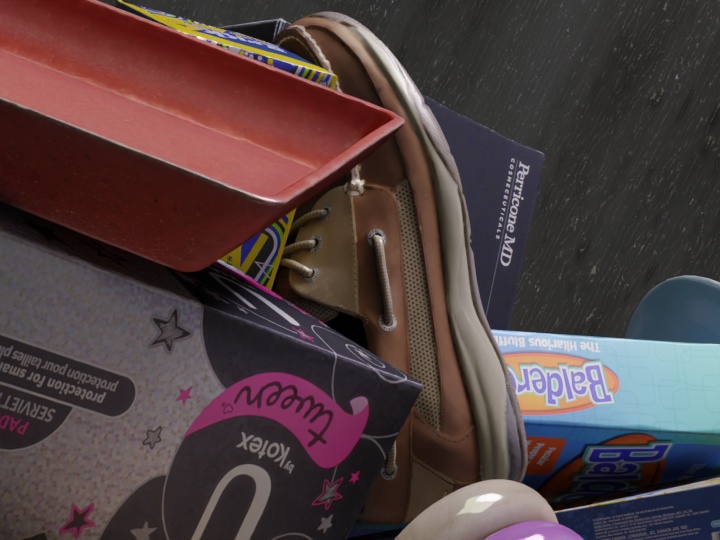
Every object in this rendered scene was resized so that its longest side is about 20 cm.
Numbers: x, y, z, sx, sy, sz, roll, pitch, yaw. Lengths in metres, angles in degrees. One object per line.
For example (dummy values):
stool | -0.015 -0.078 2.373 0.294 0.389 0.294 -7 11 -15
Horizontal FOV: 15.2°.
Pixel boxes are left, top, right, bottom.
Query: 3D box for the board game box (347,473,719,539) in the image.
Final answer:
board game box | 0.066 0.111 1.060 0.199 0.035 0.135 -11 -4 10

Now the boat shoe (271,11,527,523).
boat shoe | 0.000 0.000 1.006 0.072 0.201 0.076 -15 -10 -24

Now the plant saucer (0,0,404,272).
plant saucer | -0.100 -0.055 0.844 0.199 0.037 0.200 22 13 7

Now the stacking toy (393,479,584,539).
stacking toy | 0.088 0.149 0.797 0.200 0.086 0.085 38 9 35

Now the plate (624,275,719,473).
plate | 0.158 0.102 1.177 0.025 0.201 0.200 -17 23 -22

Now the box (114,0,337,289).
box | -0.078 0.009 0.990 0.070 0.201 0.064 14 9 -27

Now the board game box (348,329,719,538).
board game box | 0.044 0.074 1.126 0.199 0.045 0.152 3 -27 -17

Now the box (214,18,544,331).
box | -0.026 0.010 1.273 0.182 0.201 0.104 24 -17 -38

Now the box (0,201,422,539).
box | -0.100 0.047 0.861 0.200 0.133 0.115 22 6 -46
